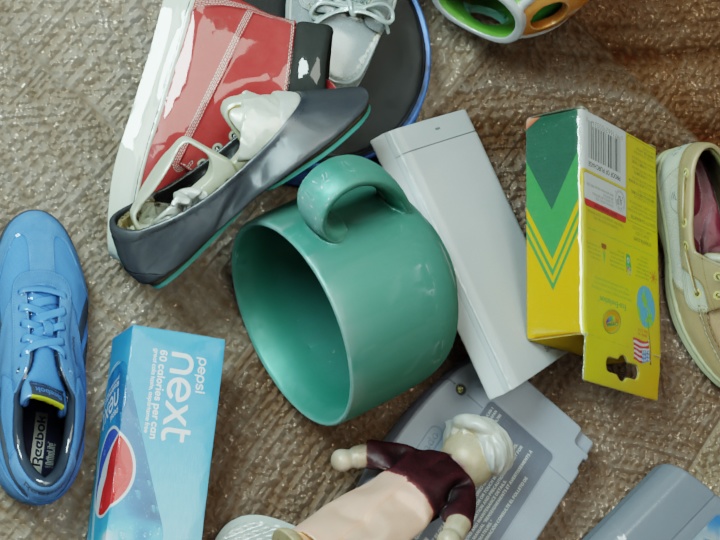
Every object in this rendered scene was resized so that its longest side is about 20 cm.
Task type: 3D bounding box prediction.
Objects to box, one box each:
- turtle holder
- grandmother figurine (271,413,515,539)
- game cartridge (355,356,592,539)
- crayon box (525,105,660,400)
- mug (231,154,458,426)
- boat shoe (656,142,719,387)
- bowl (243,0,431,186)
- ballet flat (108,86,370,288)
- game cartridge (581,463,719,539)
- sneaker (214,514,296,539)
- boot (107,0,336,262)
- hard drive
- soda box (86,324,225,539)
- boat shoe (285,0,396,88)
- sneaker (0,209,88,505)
[{"bbox_3d":[0.100,-0.257,1.276,0.185,0.141,0.132,35,70,-13],"label":"turtle holder"},{"bbox_3d":[0.029,0.155,1.158,0.199,0.061,0.121,-27,55,-36],"label":"grandmother figurine"},{"bbox_3d":[0.071,0.163,1.236,0.133,0.042,0.201,39,68,-5],"label":"game cartridge"},{"bbox_3d":[0.175,-0.008,1.272,0.127,0.050,0.202,19,68,-52],"label":"crayon box"},{"bbox_3d":[0.003,0.011,1.159,0.114,0.185,0.153,-24,84,-27],"label":"mug"},{"bbox_3d":[0.280,-0.004,1.335,0.073,0.066,0.202,-17,86,-23],"label":"boat shoe"},{"bbox_3d":[-0.038,-0.164,1.258,0.199,0.039,0.203,5,77,-21],"label":"bowl"},{"bbox_3d":[-0.084,-0.071,1.116,0.200,0.073,0.073,-39,95,0],"label":"ballet flat"},{"bbox_3d":[0.260,0.254,1.293,0.133,0.040,0.201,-40,95,-27],"label":"game cartridge"},{"bbox_3d":[-0.018,0.252,1.169,0.199,0.105,0.076,29,61,18],"label":"sneaker"},{"bbox_3d":[-0.089,-0.085,1.173,0.143,0.072,0.202,17,90,-2],"label":"boot"},{"bbox_3d":[0.086,-0.016,1.247,0.132,0.027,0.201,-22,88,-60],"label":"hard drive"},{"bbox_3d":[-0.141,0.144,1.141,0.067,0.064,0.202,11,75,-19],"label":"soda box"},{"bbox_3d":[-0.002,-0.225,1.222,0.074,0.065,0.204,19,82,-17],"label":"boat shoe"},{"bbox_3d":[-0.208,0.054,1.126,0.065,0.078,0.202,3,77,-19],"label":"sneaker"}]
